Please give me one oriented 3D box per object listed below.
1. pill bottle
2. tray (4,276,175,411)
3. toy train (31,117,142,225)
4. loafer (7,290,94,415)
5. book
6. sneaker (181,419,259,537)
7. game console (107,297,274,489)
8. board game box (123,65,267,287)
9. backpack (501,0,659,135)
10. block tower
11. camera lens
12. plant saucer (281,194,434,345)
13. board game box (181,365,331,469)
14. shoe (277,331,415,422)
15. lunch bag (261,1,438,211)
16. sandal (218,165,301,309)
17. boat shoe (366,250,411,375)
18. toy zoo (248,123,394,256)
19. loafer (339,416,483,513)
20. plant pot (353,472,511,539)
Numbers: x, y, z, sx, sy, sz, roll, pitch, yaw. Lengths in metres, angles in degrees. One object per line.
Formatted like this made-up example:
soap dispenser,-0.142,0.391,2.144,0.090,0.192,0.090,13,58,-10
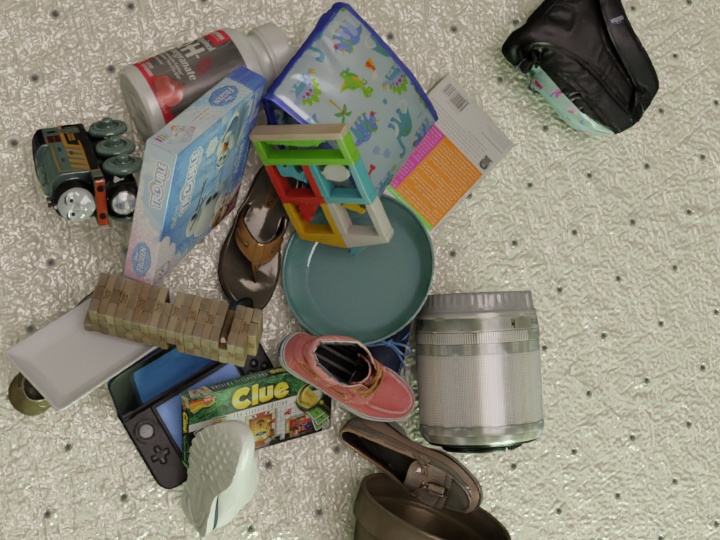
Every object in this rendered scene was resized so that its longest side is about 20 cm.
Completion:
pill bottle,-0.183,-0.230,1.575,0.200,0.111,0.111,-26,96,-17
tray,-0.299,0.081,1.494,0.200,0.022,0.107,-35,61,-29
toy train,-0.315,-0.113,1.491,0.114,0.200,0.085,-10,121,-16
loafer,-0.336,0.095,1.537,0.076,0.067,0.200,42,77,-13
book,0.092,-0.144,1.699,0.134,0.048,0.200,46,75,-8
sneaker,-0.156,0.237,1.541,0.080,0.200,0.076,-17,59,-34
game console,-0.187,0.151,1.559,0.200,0.118,0.171,-31,98,-16
board game box,-0.190,-0.109,1.487,0.043,0.200,0.199,28,42,11
backpack,0.304,-0.276,1.731,0.167,0.127,0.200,-44,103,-3
block tower,-0.214,0.056,1.469,0.200,0.058,0.054,12,60,2
camera lens,0.151,0.128,1.650,0.160,0.160,0.200,-3,89,-18
plant saucer,0.000,0.000,1.628,0.200,0.036,0.200,-4,77,16
board game box,-0.125,0.173,1.588,0.200,0.023,0.105,-13,119,-28
shoe,0.000,0.133,1.570,0.200,0.091,0.072,29,76,-25
lunch bag,-0.024,-0.201,1.584,0.170,0.127,0.200,-56,135,-22
sandal,-0.121,-0.047,1.616,0.082,0.055,0.200,23,82,-10
boat shoe,0.026,0.068,1.657,0.084,0.069,0.200,-1,89,-18
toy zoo,-0.040,-0.092,1.550,0.020,0.131,0.200,-60,140,-37
loafer,0.059,0.247,1.612,0.063,0.200,0.072,-20,134,-49
plant pot,0.064,0.375,1.614,0.200,0.200,0.174,19,99,-17
